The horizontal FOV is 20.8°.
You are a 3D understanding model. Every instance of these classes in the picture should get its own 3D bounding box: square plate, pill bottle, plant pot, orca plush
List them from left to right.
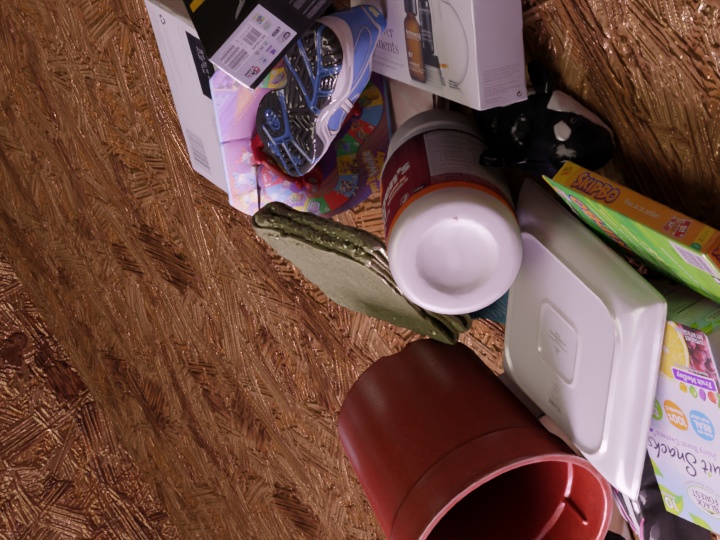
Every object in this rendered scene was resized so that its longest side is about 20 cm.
[{"bbox_3d":[0.071,-0.055,1.632,0.200,0.109,0.110,-96,-12,-64],"label":"pill bottle"},{"bbox_3d":[0.085,0.174,1.705,0.196,0.199,0.202,-125,19,-44],"label":"plant pot"},{"bbox_3d":[0.119,-0.117,1.585,0.200,0.071,0.106,43,153,41],"label":"orca plush"},{"bbox_3d":[0.171,0.057,1.591,0.200,0.028,0.199,47,143,46],"label":"square plate"}]

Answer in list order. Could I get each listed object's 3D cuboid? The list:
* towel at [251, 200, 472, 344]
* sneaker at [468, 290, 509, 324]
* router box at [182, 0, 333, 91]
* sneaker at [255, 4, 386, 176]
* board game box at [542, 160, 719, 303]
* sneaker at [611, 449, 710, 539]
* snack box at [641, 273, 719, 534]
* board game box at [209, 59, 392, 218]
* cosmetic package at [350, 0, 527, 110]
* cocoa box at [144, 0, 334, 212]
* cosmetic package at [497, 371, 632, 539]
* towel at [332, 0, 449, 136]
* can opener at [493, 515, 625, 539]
[{"bbox_3d":[0.000,0.000,1.726,0.148,0.037,0.199,43,164,-35],"label":"towel"},{"bbox_3d":[0.126,0.005,1.734,0.199,0.081,0.077,-5,113,47],"label":"sneaker"},{"bbox_3d":[-0.059,-0.265,1.590,0.052,0.200,0.158,33,-162,-34],"label":"router box"},{"bbox_3d":[-0.030,-0.148,1.652,0.076,0.077,0.200,50,147,10],"label":"sneaker"},{"bbox_3d":[0.221,-0.025,1.476,0.096,0.030,0.200,44,171,-37],"label":"board game box"},{"bbox_3d":[0.232,0.158,1.677,0.086,0.080,0.201,-139,31,-64],"label":"sneaker"},{"bbox_3d":[0.272,0.112,1.544,0.142,0.053,0.201,22,135,62],"label":"snack box"},{"bbox_3d":[-0.047,-0.118,1.756,0.039,0.157,0.201,-106,7,-54],"label":"board game box"},{"bbox_3d":[0.057,-0.224,1.582,0.200,0.051,0.152,28,126,56],"label":"cosmetic package"},{"bbox_3d":[-0.095,-0.181,1.833,0.133,0.131,0.201,35,148,46],"label":"cocoa box"},{"bbox_3d":[0.183,0.194,1.843,0.105,0.071,0.201,24,138,58],"label":"cosmetic package"},{"bbox_3d":[0.025,-0.153,1.822,0.200,0.032,0.192,45,154,37],"label":"towel"},{"bbox_3d":[0.215,0.245,1.747,0.199,0.053,0.067,21,142,16],"label":"can opener"}]
